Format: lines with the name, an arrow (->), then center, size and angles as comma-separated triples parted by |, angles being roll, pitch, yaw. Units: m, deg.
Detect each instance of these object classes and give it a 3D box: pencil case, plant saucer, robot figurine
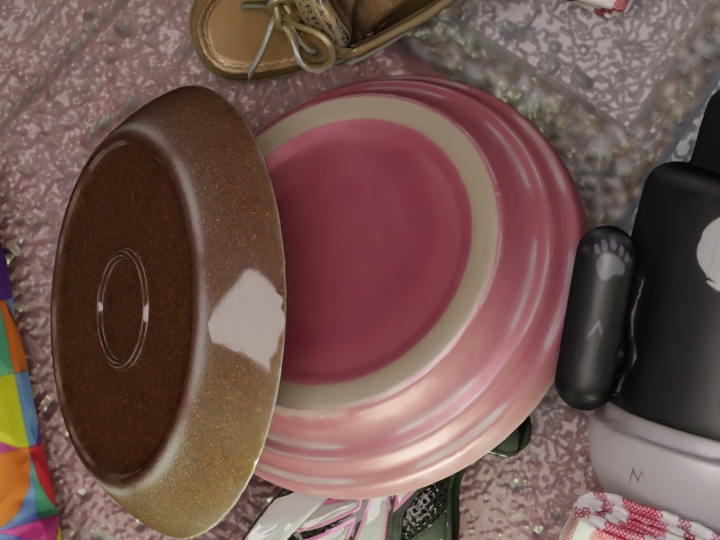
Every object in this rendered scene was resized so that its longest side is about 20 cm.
pencil case -> -0.197, 0.050, 1.379 | 0.088, 0.088, 0.200 | -10, 89, 9
plant saucer -> -0.092, 0.018, 1.312 | 0.034, 0.200, 0.200 | 1, 93, -28
plant saucer -> 0.000, 0.000, 1.318 | 0.200, 0.051, 0.201 | -10, 65, 21
robot figurine -> 0.169, 0.024, 1.298 | 0.150, 0.125, 0.200 | 14, 98, 11

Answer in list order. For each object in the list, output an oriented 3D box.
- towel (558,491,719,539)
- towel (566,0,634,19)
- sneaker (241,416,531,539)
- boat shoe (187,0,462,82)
towel -> 0.177, 0.162, 1.301 | 0.200, 0.146, 0.030 | 23, 63, 8
towel -> 0.059, -0.217, 1.360 | 0.200, 0.023, 0.144 | 26, 94, 6
sneaker -> 0.002, 0.120, 1.351 | 0.086, 0.080, 0.200 | 37, 98, 5
boat shoe -> 0.003, -0.136, 1.332 | 0.200, 0.063, 0.073 | -26, 102, 24
